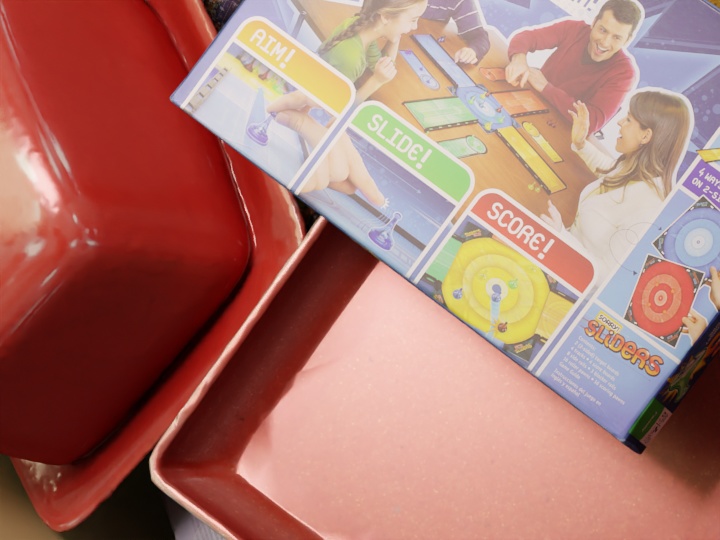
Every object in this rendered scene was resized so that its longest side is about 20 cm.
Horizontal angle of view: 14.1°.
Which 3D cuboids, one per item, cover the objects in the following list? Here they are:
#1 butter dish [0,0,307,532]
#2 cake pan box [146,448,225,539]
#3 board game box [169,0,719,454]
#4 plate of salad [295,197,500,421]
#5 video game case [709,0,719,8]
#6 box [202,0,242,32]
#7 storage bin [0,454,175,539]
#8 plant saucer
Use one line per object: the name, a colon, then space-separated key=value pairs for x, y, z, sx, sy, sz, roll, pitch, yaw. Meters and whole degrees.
butter dish: x=-0.145 y=-0.024 z=1.125 sx=0.199 sy=0.148 sz=0.200 roll=-48 pitch=55 yaw=35
cake pan box: x=0.000 y=0.063 z=1.145 sx=0.184 sy=0.052 sz=0.200 roll=-55 pitch=29 yaw=17
board game box: x=0.053 y=-0.052 z=0.974 sx=0.200 sy=0.034 sz=0.135 roll=38 pitch=91 yaw=18
plate of salad: x=0.000 y=0.000 z=1.099 sx=0.200 sy=0.048 sz=0.200 roll=-39 pitch=36 yaw=36
video game case: x=0.120 y=-0.141 z=1.130 sx=0.182 sy=0.024 sz=0.200 roll=-63 pitch=33 yaw=13
box: x=-0.095 y=-0.054 z=1.219 sx=0.137 sy=0.038 sz=0.200 roll=42 pitch=115 yaw=30
storage bin: x=-0.153 y=0.104 z=1.246 sx=0.094 sy=0.200 sz=0.199 roll=-51 pitch=36 yaw=26
plant saucer: x=0.061 y=0.047 z=0.990 sx=0.200 sy=0.037 sz=0.200 roll=35 pitch=90 yaw=18
